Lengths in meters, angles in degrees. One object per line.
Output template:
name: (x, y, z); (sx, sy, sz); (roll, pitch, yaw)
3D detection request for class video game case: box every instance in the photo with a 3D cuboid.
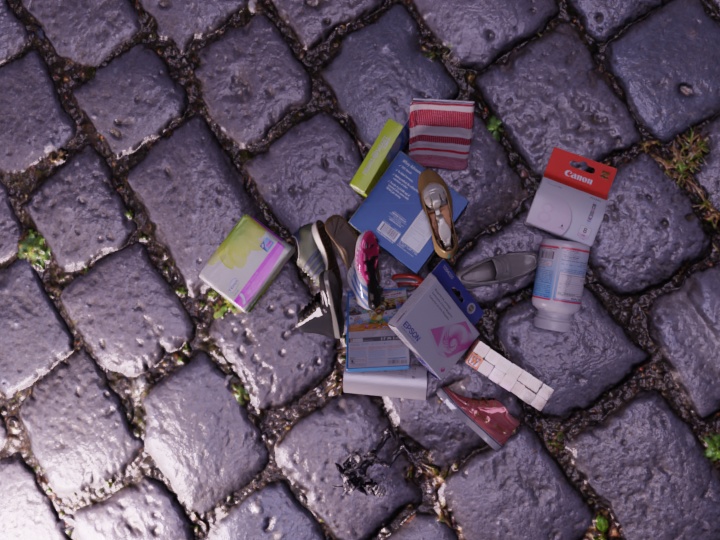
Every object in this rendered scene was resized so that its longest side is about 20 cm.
video game case: (0.039, 0.135, 1.384); (0.142, 0.018, 0.201); (-4, 58, 7)

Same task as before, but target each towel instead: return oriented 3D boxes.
towel: (0.183, -0.308, 1.376); (0.143, 0.200, 0.023); (4, 56, 6)

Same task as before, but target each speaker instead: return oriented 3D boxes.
speaker: (0.059, 0.256, 1.412); (0.199, 0.081, 0.082); (4, 88, 6)

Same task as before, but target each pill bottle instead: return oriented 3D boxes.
pill bottle: (0.450, 0.033, 1.362); (0.108, 0.109, 0.201); (9, 93, 7)

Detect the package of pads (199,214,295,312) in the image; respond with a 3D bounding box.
package of pads: (-0.280, -0.020, 1.468); (0.154, 0.068, 0.200); (37, 91, 6)

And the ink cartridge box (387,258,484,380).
ink cartridge box: (0.185, 0.112, 1.352); (0.200, 0.043, 0.196); (-48, 118, -12)

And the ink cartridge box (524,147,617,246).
ink cartridge box: (0.494, -0.173, 1.402); (0.162, 0.057, 0.201); (22, 94, 7)

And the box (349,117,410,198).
box: (0.052, -0.267, 1.416); (0.047, 0.122, 0.201); (31, 91, 9)

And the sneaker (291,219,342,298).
sneaker: (-0.109, -0.015, 1.457); (0.089, 0.067, 0.201); (-13, 94, 24)

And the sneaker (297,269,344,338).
sneaker: (-0.102, 0.084, 1.397); (0.105, 0.075, 0.201); (1, 129, 9)

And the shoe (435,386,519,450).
shoe: (0.273, 0.318, 1.393); (0.200, 0.071, 0.091); (42, 91, 1)

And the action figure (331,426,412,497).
action figure: (0.018, 0.460, 1.397); (0.200, 0.102, 0.119); (-44, 95, 1)

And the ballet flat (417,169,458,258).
ballet flat: (0.172, -0.126, 1.290); (0.068, 0.063, 0.201); (-17, 87, 4)

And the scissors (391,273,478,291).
scissors: (0.173, 0.031, 1.402); (0.199, 0.073, 0.014); (3, 60, 17)

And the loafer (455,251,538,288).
loafer: (0.321, 0.000, 1.400); (0.199, 0.070, 0.070); (-18, 85, 5)

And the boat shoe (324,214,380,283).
boat shoe: (-0.016, -0.044, 1.441); (0.074, 0.066, 0.201); (-29, 91, 0)

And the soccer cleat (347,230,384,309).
soccer cleat: (0.000, 0.000, 1.354); (0.086, 0.070, 0.201); (15, 125, 34)

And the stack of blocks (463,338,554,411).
stack of blocks: (0.335, 0.236, 1.365); (0.199, 0.115, 0.059); (34, 91, 6)

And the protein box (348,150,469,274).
protein box: (0.114, -0.128, 1.396); (0.198, 0.135, 0.200); (37, 92, 7)
